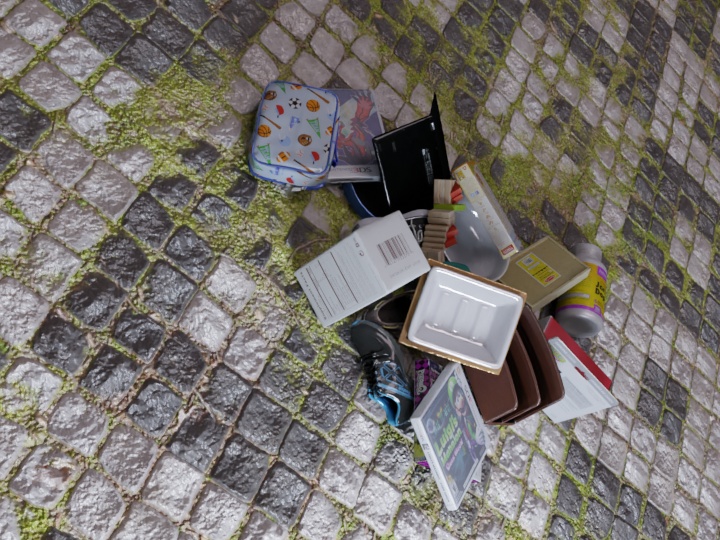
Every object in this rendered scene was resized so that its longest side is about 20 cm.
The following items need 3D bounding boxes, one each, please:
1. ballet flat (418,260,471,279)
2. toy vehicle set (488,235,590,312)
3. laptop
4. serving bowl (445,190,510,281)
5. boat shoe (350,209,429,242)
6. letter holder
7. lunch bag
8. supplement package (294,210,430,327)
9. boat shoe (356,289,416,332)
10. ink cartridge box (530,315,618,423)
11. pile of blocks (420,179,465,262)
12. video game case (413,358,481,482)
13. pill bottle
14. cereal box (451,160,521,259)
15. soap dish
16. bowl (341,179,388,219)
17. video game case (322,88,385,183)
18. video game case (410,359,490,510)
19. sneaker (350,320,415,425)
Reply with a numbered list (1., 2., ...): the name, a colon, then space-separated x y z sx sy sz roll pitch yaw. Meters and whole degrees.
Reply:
1. ballet flat: 0.113 0.002 1.604 0.199 0.063 0.069 17 40 0
2. toy vehicle set: 0.379 0.007 1.771 0.199 0.027 0.124 -28 57 -31
3. laptop: 0.106 -0.217 1.622 0.199 0.116 0.188 -24 120 -16
4. serving bowl: 0.214 -0.059 1.710 0.199 0.066 0.201 15 62 -31
5. boat shoe: 0.080 -0.066 1.562 0.198 0.074 0.068 -4 47 -37
6. letter holder: 0.281 0.172 1.575 0.100 0.142 0.201 13 51 -47
7. lunch bag: -0.115 -0.241 1.509 0.159 0.076 0.201 11 66 -7
8. supplement package: 0.000 0.000 1.438 0.117 0.200 0.118 -28 88 -40
9. boat shoe: 0.084 0.074 1.561 0.199 0.059 0.072 -15 80 -39
10. ink cartridge box: 0.402 0.196 1.670 0.200 0.175 0.084 45 50 -13
11. pile of blocks: 0.164 -0.081 1.565 0.082 0.062 0.201 32 69 -54
12. video game case: 0.159 0.275 1.506 0.200 0.036 0.182 33 53 -48
13. pill bottle: 0.491 0.040 1.848 0.104 0.104 0.201 30 56 -23
14. cereal box: 0.253 -0.123 1.655 0.201 0.039 0.144 60 16 0
15. soap dish: 0.181 0.083 1.502 0.199 0.081 0.158 19 91 -10
16. bowl: 0.047 -0.172 1.651 0.200 0.039 0.202 15 63 -31
17. video game case: -0.037 -0.260 1.595 0.181 0.023 0.201 -5 68 -22
18. video game case: 0.162 0.281 1.450 0.200 0.023 0.183 -43 114 -55
19. sneaker: 0.040 0.180 1.475 0.082 0.073 0.201 -37 95 -41
